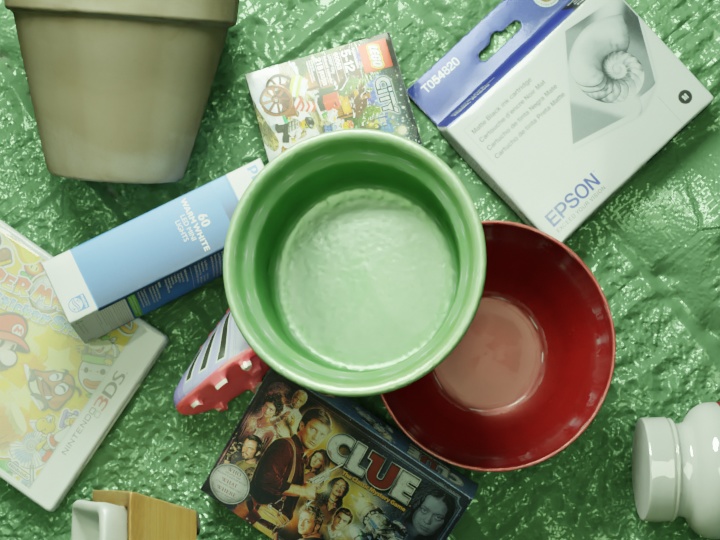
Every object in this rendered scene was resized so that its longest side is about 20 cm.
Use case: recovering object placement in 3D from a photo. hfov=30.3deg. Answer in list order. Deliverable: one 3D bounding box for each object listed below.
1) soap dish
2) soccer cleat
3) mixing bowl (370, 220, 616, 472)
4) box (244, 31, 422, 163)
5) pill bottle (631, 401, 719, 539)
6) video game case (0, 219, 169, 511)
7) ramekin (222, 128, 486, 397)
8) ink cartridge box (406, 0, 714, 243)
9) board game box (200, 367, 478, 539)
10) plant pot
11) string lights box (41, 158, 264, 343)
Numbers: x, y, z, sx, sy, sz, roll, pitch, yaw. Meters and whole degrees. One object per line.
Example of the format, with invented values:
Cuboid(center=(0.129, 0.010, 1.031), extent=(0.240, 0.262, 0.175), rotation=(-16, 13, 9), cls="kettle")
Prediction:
Cuboid(center=(-0.184, 0.257, 1.067), extent=(0.080, 0.200, 0.159), rotation=(2, 81, -19), cls="soap dish")
Cuboid(center=(-0.093, 0.045, 1.138), extent=(0.200, 0.066, 0.077), rotation=(-44, 63, 19), cls="soccer cleat")
Cuboid(center=(0.109, 0.067, 1.118), extent=(0.198, 0.108, 0.203), rotation=(0, 82, 3), cls="mixing bowl")
Cuboid(center=(-0.011, -0.095, 1.177), extent=(0.135, 0.038, 0.202), rotation=(-16, 83, 0), cls="box")
Cuboid(center=(0.330, 0.165, 1.097), extent=(0.197, 0.112, 0.114), rotation=(0, 83, 2), cls="pill bottle")
Cuboid(center=(-0.299, 0.080, 1.172), extent=(0.199, 0.023, 0.183), rotation=(34, 85, 6), cls="video game case")
Cuboid(center=(0.000, 0.000, 1.029), extent=(0.198, 0.098, 0.203), rotation=(-1, 81, 7), cls="ramekin")
Cuboid(center=(0.175, -0.156, 1.178), extent=(0.199, 0.041, 0.200), rotation=(-43, 83, -4), cls="ink cartridge box")
Cuboid(center=(-0.019, 0.183, 1.120), extent=(0.199, 0.035, 0.136), rotation=(32, 107, 6), cls="board game box")
Cuboid(center=(-0.204, -0.168, 1.133), extent=(0.197, 0.200, 0.176), rotation=(4, 100, 2), cls="plant pot")
Cuboid(center=(-0.161, -0.014, 1.127), extent=(0.199, 0.103, 0.059), rotation=(-27, 81, -10), cls="string lights box")
